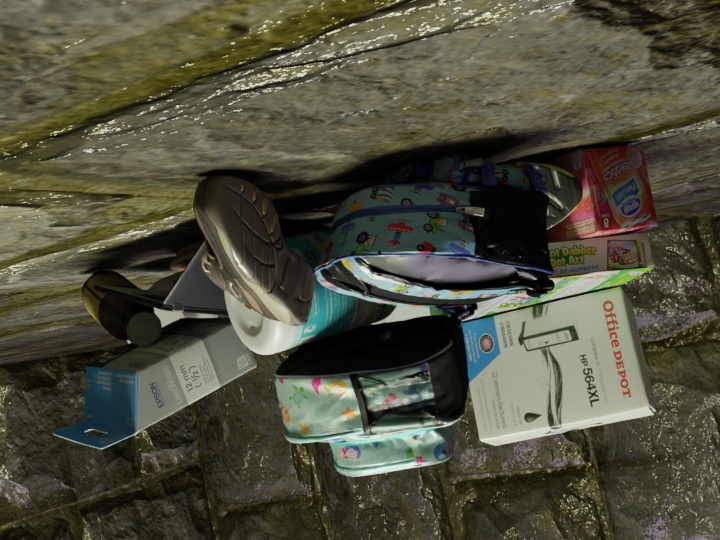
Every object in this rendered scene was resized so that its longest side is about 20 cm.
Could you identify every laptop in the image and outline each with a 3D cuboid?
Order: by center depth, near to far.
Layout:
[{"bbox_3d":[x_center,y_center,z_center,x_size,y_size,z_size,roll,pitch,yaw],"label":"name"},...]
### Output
[{"bbox_3d":[-0.152,-0.010,1.135,0.199,0.117,0.187,11,-178,41],"label":"laptop"}]

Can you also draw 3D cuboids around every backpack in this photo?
[{"bbox_3d":[0.059,-0.034,0.973,0.199,0.135,0.182,5,168,-23],"label":"backpack"},{"bbox_3d":[0.013,0.128,1.083,0.199,0.151,0.178,-5,-172,8],"label":"backpack"}]

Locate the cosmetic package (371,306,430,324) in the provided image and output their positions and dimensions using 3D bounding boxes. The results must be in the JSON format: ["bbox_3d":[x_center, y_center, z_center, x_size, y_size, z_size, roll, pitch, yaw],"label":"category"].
[{"bbox_3d":[0.013,0.012,1.388,0.101,0.072,0.200,-8,-160,-36],"label":"cosmetic package"}]

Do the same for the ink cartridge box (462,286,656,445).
[{"bbox_3d":[0.232,0.115,1.216,0.199,0.147,0.084,-15,162,17],"label":"ink cartridge box"}]

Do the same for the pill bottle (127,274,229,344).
[{"bbox_3d":[-0.226,0.057,1.397,0.115,0.116,0.200,-13,-176,21],"label":"pill bottle"}]

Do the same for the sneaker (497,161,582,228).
[{"bbox_3d":[0.154,-0.079,1.137,0.199,0.079,0.090,-7,-173,33],"label":"sneaker"}]

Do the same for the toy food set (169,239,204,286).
[{"bbox_3d":[-0.140,-0.016,1.274,0.197,0.049,0.200,-12,176,11],"label":"toy food set"}]

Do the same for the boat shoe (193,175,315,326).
[{"bbox_3d":[-0.104,-0.009,0.892,0.073,0.075,0.200,1,148,21],"label":"boat shoe"}]

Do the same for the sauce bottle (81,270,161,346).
[{"bbox_3d":[-0.282,0.047,1.220,0.064,0.065,0.200,-10,-164,-23],"label":"sauce bottle"}]

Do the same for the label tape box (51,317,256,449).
[{"bbox_3d":[-0.237,0.119,1.141,0.200,0.066,0.143,-26,-167,-34],"label":"label tape box"}]

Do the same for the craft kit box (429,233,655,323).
[{"bbox_3d":[0.199,0.014,1.178,0.196,0.049,0.200,-3,165,-16],"label":"craft kit box"}]

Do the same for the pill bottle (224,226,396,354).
[{"bbox_3d":[-0.033,0.012,1.075,0.199,0.111,0.111,-15,179,-34],"label":"pill bottle"}]

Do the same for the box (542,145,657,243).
[{"bbox_3d":[0.228,-0.072,1.185,0.099,0.096,0.200,-7,174,-34],"label":"box"}]
